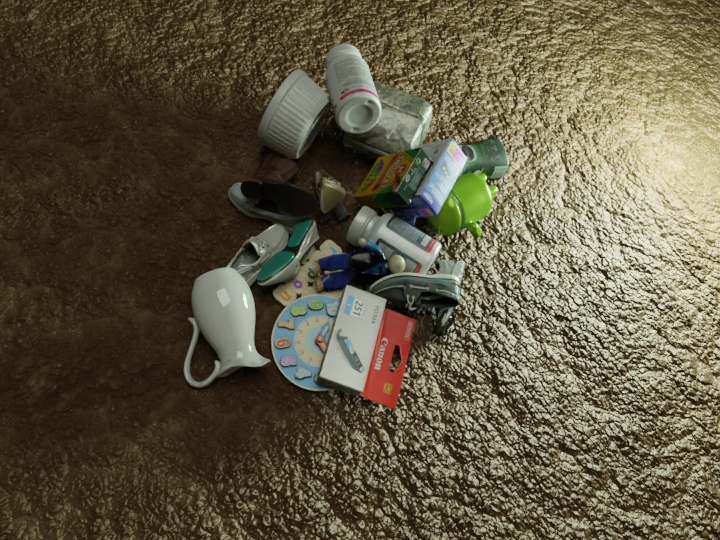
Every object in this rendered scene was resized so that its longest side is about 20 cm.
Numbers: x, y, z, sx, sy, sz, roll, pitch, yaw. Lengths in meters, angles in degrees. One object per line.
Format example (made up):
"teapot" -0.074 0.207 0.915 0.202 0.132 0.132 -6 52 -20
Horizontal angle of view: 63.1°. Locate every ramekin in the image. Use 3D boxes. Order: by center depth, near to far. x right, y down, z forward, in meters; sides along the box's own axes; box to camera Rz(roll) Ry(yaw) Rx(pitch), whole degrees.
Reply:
"ramekin" -0.154 -0.367 1.413 0.104 0.201 0.202 33 57 -1

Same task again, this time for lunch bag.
"lunch bag" 0.064 -0.357 1.485 0.196 0.140 0.170 24 59 6

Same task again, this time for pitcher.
"pitcher" -0.280 0.112 1.143 0.167 0.121 0.205 -18 80 -5

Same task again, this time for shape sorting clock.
"shape sorting clock" -0.085 0.144 1.201 0.194 0.039 0.205 5 65 -11

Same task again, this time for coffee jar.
"coffee jar" 0.279 -0.281 1.520 0.195 0.086 0.107 -9 65 -19

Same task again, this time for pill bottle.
"pill bottle" 0.072 -0.057 1.319 0.197 0.120 0.120 32 58 7
"pill bottle" -0.023 -0.436 1.395 0.110 0.114 0.204 -4 56 -15

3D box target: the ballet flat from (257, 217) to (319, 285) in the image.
"ballet flat" -0.146 -0.027 1.269 0.068 0.070 0.202 30 59 7

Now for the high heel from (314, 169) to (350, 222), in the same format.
"high heel" -0.088 -0.201 1.334 0.070 0.200 0.144 -32 70 1

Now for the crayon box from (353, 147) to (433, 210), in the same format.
"crayon box" 0.064 -0.207 1.354 0.051 0.198 0.129 41 69 -27

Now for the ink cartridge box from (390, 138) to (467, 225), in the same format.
"ink cartridge box" 0.143 -0.198 1.360 0.076 0.135 0.202 42 68 -27

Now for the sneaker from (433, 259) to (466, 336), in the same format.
"sneaker" 0.184 0.059 1.312 0.077 0.075 0.203 12 52 8

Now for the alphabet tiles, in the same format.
"alphabet tiles" -0.098 0.020 1.297 0.194 0.015 0.200 38 59 11

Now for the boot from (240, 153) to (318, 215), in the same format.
"boot" -0.164 -0.205 1.346 0.182 0.066 0.201 19 28 1

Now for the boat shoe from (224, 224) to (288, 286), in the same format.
"boat shoe" -0.224 -0.039 1.264 0.069 0.070 0.201 21 55 21

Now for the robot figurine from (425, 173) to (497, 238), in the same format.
"robot figurine" 0.238 -0.161 1.421 0.197 0.117 0.177 -28 68 -25

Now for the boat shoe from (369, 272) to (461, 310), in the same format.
"boat shoe" 0.117 0.050 1.238 0.194 0.074 0.063 -2 53 -2

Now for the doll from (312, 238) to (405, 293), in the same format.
"doll" 0.000 0.000 1.254 0.194 0.140 0.049 -10 25 4

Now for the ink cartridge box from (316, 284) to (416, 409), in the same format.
"ink cartridge box" 0.020 0.153 1.183 0.172 0.045 0.204 20 64 -7

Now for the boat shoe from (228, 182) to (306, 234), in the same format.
"boat shoe" -0.212 -0.153 1.344 0.199 0.065 0.075 30 57 7
